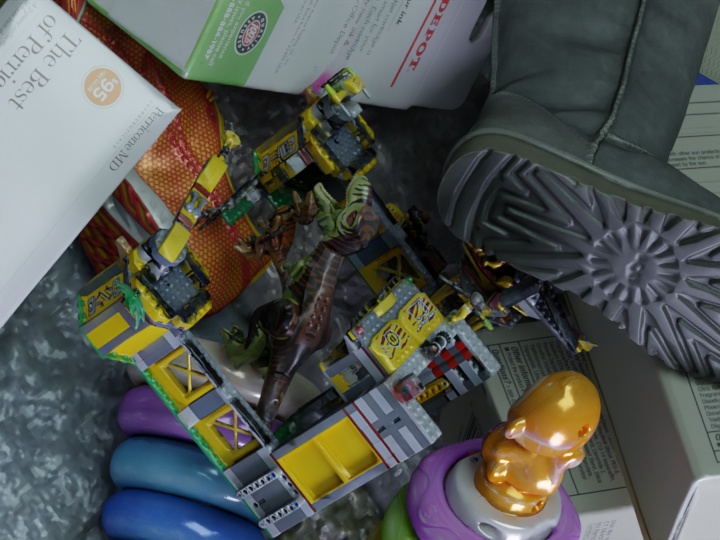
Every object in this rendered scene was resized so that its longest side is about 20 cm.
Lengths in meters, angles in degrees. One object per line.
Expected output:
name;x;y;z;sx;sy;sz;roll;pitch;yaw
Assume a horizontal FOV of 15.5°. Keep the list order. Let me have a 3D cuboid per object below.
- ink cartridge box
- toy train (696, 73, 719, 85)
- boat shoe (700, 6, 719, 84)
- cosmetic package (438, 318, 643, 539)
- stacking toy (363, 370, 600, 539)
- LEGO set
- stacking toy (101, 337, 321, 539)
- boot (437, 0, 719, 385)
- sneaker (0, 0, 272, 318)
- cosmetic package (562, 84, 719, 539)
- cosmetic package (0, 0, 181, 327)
ink cartridge box;-0.009;-0.137;1.119;0.200;0.067;0.117;4;118;-55
toy train;0.153;-0.030;1.226;0.200;0.085;0.116;27;78;-19
boat shoe;0.136;-0.147;1.245;0.200;0.072;0.068;29;24;-29
cosmetic package;0.146;0.073;1.155;0.199;0.073;0.104;-6;53;-17
stacking toy;0.045;0.110;1.023;0.116;0.200;0.110;-14;51;-36
LEGO set;0.000;0.000;1.030;0.200;0.116;0.154;-31;88;-49
stacking toy;-0.080;0.132;1.076;0.085;0.085;0.201;22;75;-20
boot;0.122;-0.060;1.070;0.181;0.073;0.200;32;35;-7
sneaker;-0.104;-0.074;1.121;0.077;0.073;0.201;-31;100;-44
cosmetic package;0.148;0.020;1.094;0.103;0.073;0.200;-3;51;-14
cosmetic package;-0.165;-0.012;1.039;0.082;0.051;0.200;40;85;-12
